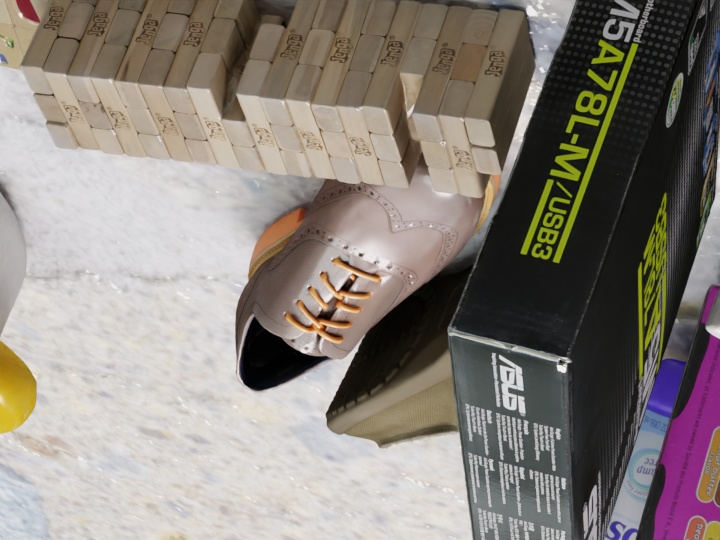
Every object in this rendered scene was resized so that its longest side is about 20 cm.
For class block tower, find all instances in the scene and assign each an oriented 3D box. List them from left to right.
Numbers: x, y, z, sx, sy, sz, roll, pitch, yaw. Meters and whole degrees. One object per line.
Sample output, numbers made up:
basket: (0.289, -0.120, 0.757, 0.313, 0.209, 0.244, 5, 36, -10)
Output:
block tower: (-0.035, -0.074, 1.008, 0.200, 0.058, 0.054, 9, 149, 18)

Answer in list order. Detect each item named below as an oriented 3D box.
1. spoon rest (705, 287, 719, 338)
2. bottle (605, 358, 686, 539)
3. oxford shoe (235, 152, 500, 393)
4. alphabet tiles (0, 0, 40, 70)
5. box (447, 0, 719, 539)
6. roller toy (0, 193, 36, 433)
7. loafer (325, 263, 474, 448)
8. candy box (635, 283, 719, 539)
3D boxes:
spoon rest: (0.188, -0.045, 0.933, 0.099, 0.061, 0.200, 24, 138, -8)
bottle: (0.132, 0.142, 1.128, 0.083, 0.200, 0.065, 21, -178, 17)
oxford shoe: (0.000, 0.000, 1.102, 0.071, 0.073, 0.200, 27, 151, -10)
alphabet tiles: (-0.149, -0.131, 1.046, 0.200, 0.006, 0.166, 13, 150, 14)
box: (0.084, -0.003, 0.915, 0.047, 0.193, 0.200, 12, 150, 13)
roller toy: (-0.262, 0.014, 1.230, 0.200, 0.140, 0.182, 38, 148, -30)
loafer: (0.052, 0.040, 1.134, 0.067, 0.076, 0.200, 36, 149, -14)
candy box: (0.220, 0.096, 1.050, 0.200, 0.137, 0.061, 17, -177, 10)
